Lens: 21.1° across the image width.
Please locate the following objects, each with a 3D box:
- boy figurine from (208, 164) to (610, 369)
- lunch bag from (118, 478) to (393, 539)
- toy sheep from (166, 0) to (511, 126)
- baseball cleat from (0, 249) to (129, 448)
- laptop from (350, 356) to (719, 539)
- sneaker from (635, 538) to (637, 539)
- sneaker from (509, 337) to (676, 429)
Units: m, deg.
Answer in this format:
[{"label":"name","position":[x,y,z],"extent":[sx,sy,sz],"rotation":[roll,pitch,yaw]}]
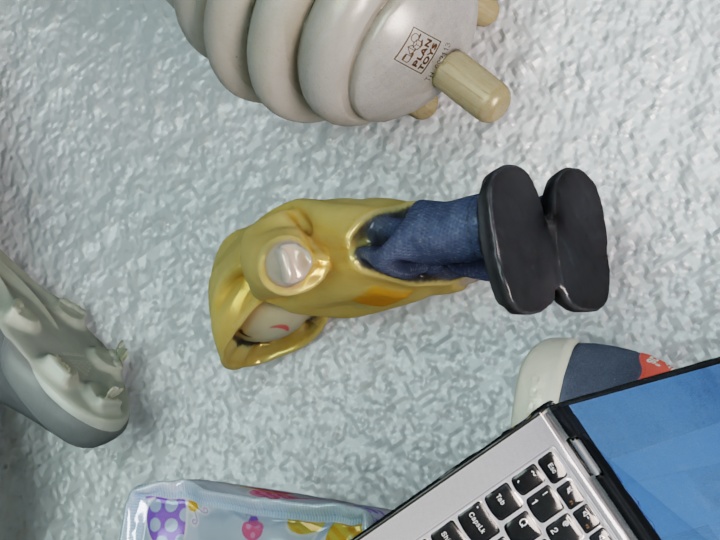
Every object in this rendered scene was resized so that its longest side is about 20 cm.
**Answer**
[{"label":"boy figurine","position":[0.000,0.000,0.795],"extent":[0.199,0.124,0.065],"rotation":[-13,82,41]},{"label":"lunch bag","position":[-0.020,0.189,0.747],"extent":[0.126,0.169,0.202],"rotation":[7,83,22]},{"label":"toy sheep","position":[-0.012,-0.122,0.808],"extent":[0.199,0.138,0.139],"rotation":[33,97,25]},{"label":"baseball cleat","position":[-0.185,0.037,0.910],"extent":[0.200,0.070,0.107],"rotation":[45,108,33]},{"label":"laptop","position":[0.095,0.142,0.600],"extent":[0.199,0.116,0.188],"rotation":[-34,97,2]},{"label":"sneaker","position":[0.089,0.159,0.694],"extent":[0.086,0.074,0.202],"rotation":[-10,104,-9]},{"label":"sneaker","position":[0.096,0.129,0.756],"extent":[0.084,0.075,0.202],"rotation":[6,89,18]}]
